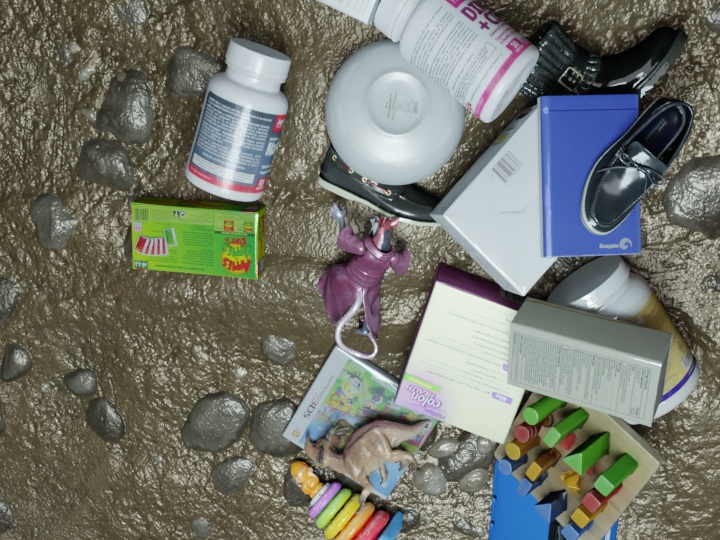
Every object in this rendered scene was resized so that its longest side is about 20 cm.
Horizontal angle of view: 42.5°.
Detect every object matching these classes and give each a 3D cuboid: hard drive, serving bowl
[{"bbox_3d":[0.294,-0.121,1.188,0.129,0.025,0.205,-2,93,-6],"label":"hard drive"},{"bbox_3d":[0.049,-0.221,1.260,0.195,0.066,0.205,0,89,-1],"label":"serving bowl"}]

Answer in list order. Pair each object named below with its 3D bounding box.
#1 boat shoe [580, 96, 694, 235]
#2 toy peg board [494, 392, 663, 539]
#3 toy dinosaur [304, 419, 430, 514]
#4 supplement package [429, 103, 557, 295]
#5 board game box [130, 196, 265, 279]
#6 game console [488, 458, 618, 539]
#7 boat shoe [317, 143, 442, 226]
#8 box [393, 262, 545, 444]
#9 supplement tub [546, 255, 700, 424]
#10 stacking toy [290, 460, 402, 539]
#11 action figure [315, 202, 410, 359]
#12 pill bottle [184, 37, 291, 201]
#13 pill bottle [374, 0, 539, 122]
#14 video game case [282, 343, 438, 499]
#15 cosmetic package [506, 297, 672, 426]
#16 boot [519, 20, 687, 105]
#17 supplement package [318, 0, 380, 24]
[{"bbox_3d":[0.344,-0.133,1.149,0.074,0.062,0.201,38,89,-8],"label":"boat shoe"},{"bbox_3d":[0.282,0.278,1.308,0.200,0.097,0.201,44,128,25],"label":"toy peg board"},{"bbox_3d":[0.008,0.270,1.415,0.199,0.086,0.136,-37,91,11],"label":"toy dinosaur"},{"bbox_3d":[0.219,-0.096,1.251,0.156,0.111,0.200,43,88,-6],"label":"supplement package"},{"bbox_3d":[-0.244,-0.050,1.397,0.196,0.048,0.104,5,108,8],"label":"board game box"},{"bbox_3d":[0.306,0.392,1.459,0.167,0.118,0.204,-5,109,-23],"label":"game console"},{"bbox_3d":[0.036,-0.121,1.319,0.198,0.074,0.064,24,117,6],"label":"boat shoe"},{"bbox_3d":[0.163,0.120,1.360,0.173,0.097,0.203,19,107,2],"label":"box"},{"bbox_3d":[0.365,0.095,1.296,0.144,0.146,0.201,-33,99,16],"label":"supplement tub"},{"bbox_3d":[-0.040,0.380,1.474,0.200,0.116,0.110,42,110,7],"label":"stacking toy"},{"bbox_3d":[0.000,0.000,1.320,0.132,0.151,0.202,17,134,-10],"label":"action figure"},{"bbox_3d":[-0.167,-0.212,1.299,0.118,0.120,0.203,20,109,2],"label":"pill bottle"},{"bbox_3d":[0.121,-0.294,1.189,0.199,0.113,0.114,39,109,8],"label":"pill bottle"},{"bbox_3d":[0.002,0.239,1.458,0.198,0.022,0.184,31,108,-1],"label":"video game case"},{"bbox_3d":[0.296,0.116,1.207,0.197,0.073,0.105,15,126,24],"label":"cosmetic package"},{"bbox_3d":[0.310,-0.282,1.227,0.158,0.080,0.211,45,108,-6],"label":"boot"},{"bbox_3d":[-0.041,-0.435,1.198,0.197,0.151,0.154,25,109,1],"label":"supplement package"}]
